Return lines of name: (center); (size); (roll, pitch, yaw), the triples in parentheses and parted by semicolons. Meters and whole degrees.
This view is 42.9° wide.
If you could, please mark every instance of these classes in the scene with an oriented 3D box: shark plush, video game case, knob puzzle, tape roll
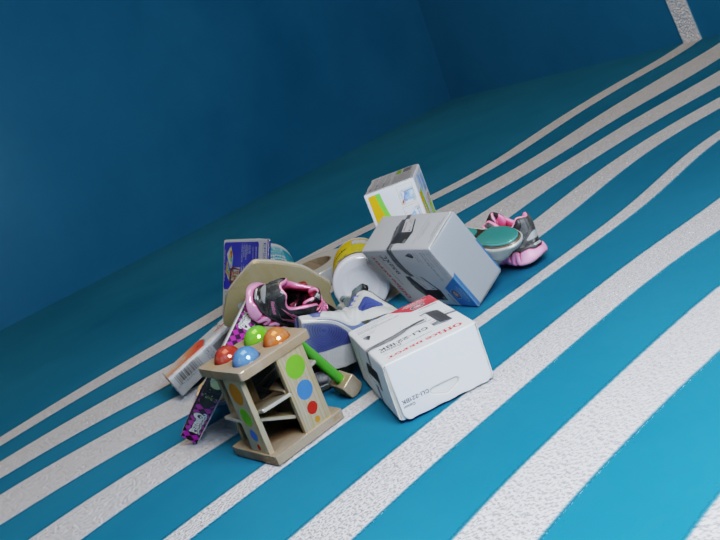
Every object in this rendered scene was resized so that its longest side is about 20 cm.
shark plush: (-0.028, 0.083, 1.618); (0.197, 0.091, 0.085); (-1, 55, 45)
video game case: (-0.212, 0.144, 1.450); (0.183, 0.035, 0.201); (-60, 7, 30)
knob puzzle: (-0.141, 0.047, 1.540); (0.215, 0.222, 0.031); (-20, 43, 7)
tape roll: (-0.109, 0.007, 2.068); (0.199, 0.038, 0.203); (-21, 15, 5)

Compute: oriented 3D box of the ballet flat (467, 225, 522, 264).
ballet flat: (0.208, -0.039, 1.567); (0.069, 0.071, 0.198); (-31, 22, -33)

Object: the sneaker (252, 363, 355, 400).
sneaker: (-0.100, 0.139, 1.420); (0.196, 0.117, 0.076); (-23, 15, -16)

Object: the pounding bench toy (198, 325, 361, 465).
pounding bench toy: (-0.103, 0.147, 1.302); (0.198, 0.159, 0.123); (-31, 17, -34)

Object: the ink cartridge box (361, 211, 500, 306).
ink cartridge box: (0.117, -0.018, 1.557); (0.198, 0.145, 0.084); (1, 51, 57)

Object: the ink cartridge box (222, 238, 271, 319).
ink cartridge box: (-0.212, 0.040, 1.790); (0.046, 0.203, 0.198); (2, 0, -35)

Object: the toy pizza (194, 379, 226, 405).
toy pizza: (-0.204, 0.175, 1.611); (0.196, 0.032, 0.201); (-22, 14, 6)

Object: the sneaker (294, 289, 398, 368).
sneaker: (-0.013, 0.088, 1.431); (0.195, 0.082, 0.115); (-2, 22, -17)

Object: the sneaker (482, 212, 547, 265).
sneaker: (0.237, -0.057, 1.624); (0.198, 0.097, 0.079); (-9, 20, 47)

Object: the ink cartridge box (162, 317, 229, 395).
ink cartridge box: (-0.307, 0.148, 1.733); (0.162, 0.050, 0.199); (-43, 18, -13)

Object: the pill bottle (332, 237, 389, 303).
pill bottle: (0.000, 0.000, 1.773); (0.109, 0.113, 0.200); (-21, 14, 5)

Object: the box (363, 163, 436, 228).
box: (0.094, -0.080, 1.734); (0.099, 0.204, 0.113); (-18, 16, 15)

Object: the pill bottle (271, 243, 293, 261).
pill bottle: (-0.174, 0.030, 1.888); (0.109, 0.113, 0.200); (-23, 28, -6)

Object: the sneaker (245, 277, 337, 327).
sneaker: (-0.084, 0.061, 1.439); (0.094, 0.081, 0.198); (-27, -34, 35)

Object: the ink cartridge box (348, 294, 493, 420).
ink cartridge box: (0.079, 0.117, 1.283); (0.142, 0.085, 0.200); (-24, 15, -10)
